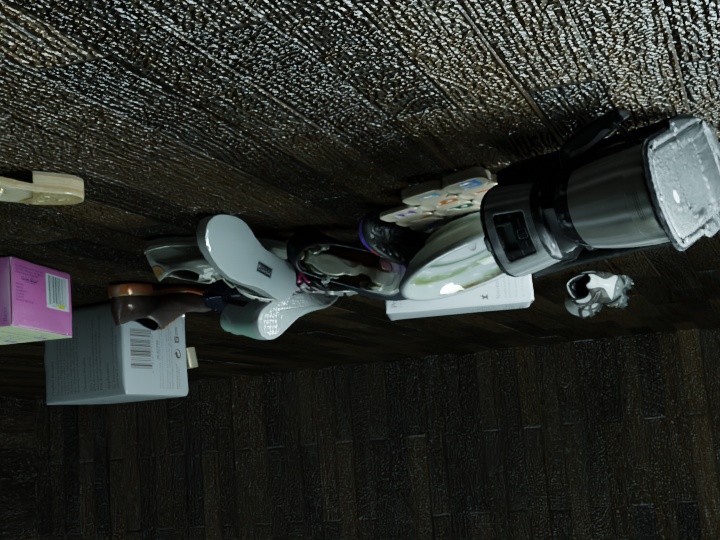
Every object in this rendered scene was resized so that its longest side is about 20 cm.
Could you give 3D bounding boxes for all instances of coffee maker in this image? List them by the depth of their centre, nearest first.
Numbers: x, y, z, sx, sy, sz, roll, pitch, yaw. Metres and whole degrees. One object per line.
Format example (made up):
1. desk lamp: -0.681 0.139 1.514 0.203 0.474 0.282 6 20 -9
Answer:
1. coffee maker: 0.246 -0.066 1.068 0.192 0.135 0.200 4 168 -44

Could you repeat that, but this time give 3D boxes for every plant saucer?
1. plant saucer: 0.134 -0.027 1.312 0.200 0.050 0.200 -19 162 -6

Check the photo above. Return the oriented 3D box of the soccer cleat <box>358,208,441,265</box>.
1. soccer cleat: 0.052 -0.037 1.374 0.073 0.068 0.200 -6 174 38

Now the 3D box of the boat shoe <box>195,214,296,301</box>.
1. boat shoe: -0.155 -0.011 1.354 0.064 0.071 0.200 5 159 29

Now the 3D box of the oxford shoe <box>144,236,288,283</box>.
1. oxford shoe: -0.184 -0.012 1.437 0.199 0.058 0.075 -2 167 -25

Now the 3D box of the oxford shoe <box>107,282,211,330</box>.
1. oxford shoe: -0.320 0.063 1.776 0.200 0.073 0.071 4 167 -42

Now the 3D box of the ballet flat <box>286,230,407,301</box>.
1. ballet flat: 0.000 0.000 1.416 0.199 0.073 0.073 16 167 -10

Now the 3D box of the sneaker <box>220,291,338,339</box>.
1. sneaker: -0.120 0.035 1.620 0.118 0.074 0.200 3 -154 43

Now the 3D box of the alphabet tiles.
1. alphabet tiles: 0.129 -0.082 1.251 0.195 0.015 0.200 -15 167 26

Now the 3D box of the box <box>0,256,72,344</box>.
1. box: -0.534 0.049 1.529 0.199 0.097 0.176 -7 170 11

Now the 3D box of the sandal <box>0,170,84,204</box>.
1. sandal: -0.369 -0.057 1.041 0.211 0.070 0.078 1 169 -27

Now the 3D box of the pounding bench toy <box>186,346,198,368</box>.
1. pounding bench toy: -0.475 0.212 2.447 0.199 0.125 0.156 -1 170 -20

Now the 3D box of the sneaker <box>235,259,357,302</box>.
1. sneaker: -0.075 -0.002 1.513 0.199 0.074 0.087 0 163 -14

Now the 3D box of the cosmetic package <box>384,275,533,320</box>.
1. cosmetic package: 0.130 0.003 1.503 0.199 0.113 0.081 -7 171 3

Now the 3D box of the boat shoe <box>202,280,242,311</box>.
1. boat shoe: -0.194 0.042 1.742 0.092 0.075 0.200 0 162 4

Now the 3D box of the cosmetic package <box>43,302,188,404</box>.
1. cosmetic package: -0.441 0.152 1.973 0.200 0.168 0.166 -9 170 30

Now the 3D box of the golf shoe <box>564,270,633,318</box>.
1. golf shoe: 0.405 0.033 1.974 0.094 0.078 0.200 16 164 -14
